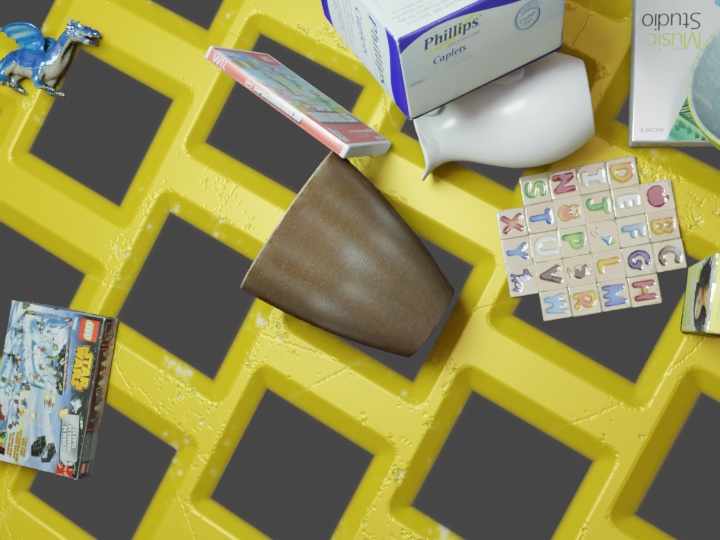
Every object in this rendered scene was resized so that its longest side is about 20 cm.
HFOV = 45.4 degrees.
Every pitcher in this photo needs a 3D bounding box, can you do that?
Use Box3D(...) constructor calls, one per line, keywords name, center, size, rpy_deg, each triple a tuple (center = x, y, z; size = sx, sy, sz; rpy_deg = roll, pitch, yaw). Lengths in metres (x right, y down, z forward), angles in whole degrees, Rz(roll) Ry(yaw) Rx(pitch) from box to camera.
Box3D(name="pitcher", center=(0.146, -0.180, 0.928), size=(0.197, 0.172, 0.123), rpy_deg=(-10, 64, 13))

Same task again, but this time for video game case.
Box3D(name="video game case", center=(-0.067, -0.194, 0.989), size=(0.199, 0.143, 0.018), rpy_deg=(37, 110, 12))

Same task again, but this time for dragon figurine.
Box3D(name="dragon figurine", center=(-0.431, -0.283, 1.117), size=(0.197, 0.059, 0.101), rpy_deg=(6, 88, 12))

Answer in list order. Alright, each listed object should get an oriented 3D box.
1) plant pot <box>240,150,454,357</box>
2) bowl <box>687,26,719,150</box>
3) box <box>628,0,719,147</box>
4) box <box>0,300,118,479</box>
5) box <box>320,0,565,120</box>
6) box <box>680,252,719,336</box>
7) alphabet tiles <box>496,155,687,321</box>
Box3D(name="plant pot", center=(0.000, 0.000, 0.958), size=(0.199, 0.187, 0.188), rpy_deg=(35, 94, -2))
Box3D(name="bowl", center=(0.438, -0.169, 0.853), size=(0.198, 0.107, 0.203), rpy_deg=(-18, 55, 28))
Box3D(name="box", center=(0.372, -0.238, 0.949), size=(0.142, 0.036, 0.204), rpy_deg=(1, 89, 12))
Box3D(name="box", center=(-0.391, 0.148, 1.091), size=(0.135, 0.040, 0.204), rpy_deg=(10, 89, 14))
Box3D(name="box", center=(0.073, -0.275, 0.849), size=(0.182, 0.106, 0.201), rpy_deg=(-26, 54, -9))
Box3D(name="box", center=(0.356, 0.029, 0.852), size=(0.049, 0.200, 0.077), rpy_deg=(8, 87, 15))
Box3D(name="alphabet tiles", center=(0.259, -0.036, 0.976), size=(0.197, 0.006, 0.169), rpy_deg=(-10, 84, 11))
